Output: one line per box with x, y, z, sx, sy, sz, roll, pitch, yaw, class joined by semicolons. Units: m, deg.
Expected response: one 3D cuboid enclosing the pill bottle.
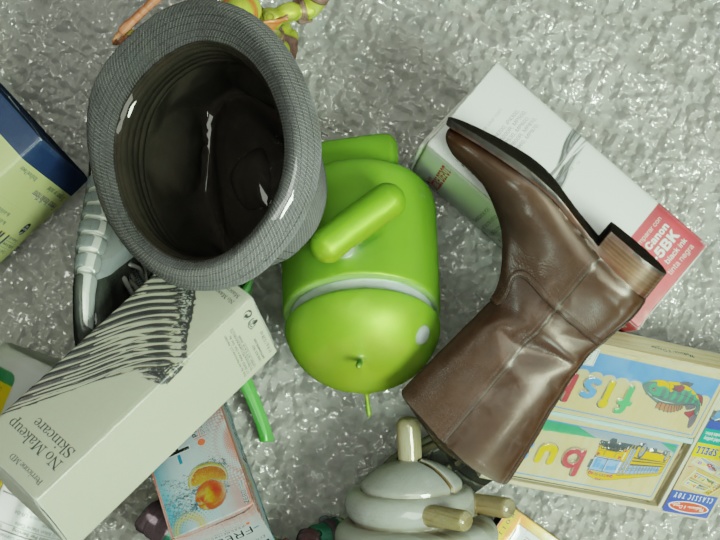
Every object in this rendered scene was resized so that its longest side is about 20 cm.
-0.254;0.165;1.138;0.112;0.113;0.201;23;86;0;pill bottle

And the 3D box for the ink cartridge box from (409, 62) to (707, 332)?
0.141;-0.049;1.139;0.200;0.147;0.083;41;86;1;ink cartridge box

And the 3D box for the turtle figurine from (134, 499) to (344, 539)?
-0.069;0.227;1.146;0.150;0.101;0.200;-41;77;-16;turtle figurine

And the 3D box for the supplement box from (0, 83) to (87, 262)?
-0.349;-0.081;1.129;0.200;0.134;0.200;-43;80;-3;supplement box

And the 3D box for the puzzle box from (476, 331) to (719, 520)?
0.195;0.111;1.132;0.199;0.025;0.134;12;118;-18;puzzle box

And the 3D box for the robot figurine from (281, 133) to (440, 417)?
0.000;0.000;1.131;0.115;0.176;0.201;-5;59;7;robot figurine

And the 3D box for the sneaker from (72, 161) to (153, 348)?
-0.150;-0.020;1.142;0.115;0.075;0.201;5;59;-7;sneaker

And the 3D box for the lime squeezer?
-0.086;0.030;1.169;0.070;0.038;0.202;3;84;-44;lime squeezer

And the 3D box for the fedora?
-0.091;-0.078;1.061;0.177;0.090;0.200;-42;63;16;fedora

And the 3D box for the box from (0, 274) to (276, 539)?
-0.158;0.085;1.059;0.082;0.069;0.200;31;66;34;box

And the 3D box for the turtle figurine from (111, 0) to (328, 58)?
-0.077;-0.177;1.135;0.199;0.161;0.065;-22;86;-2;turtle figurine

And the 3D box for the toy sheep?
0.043;0.205;1.109;0.137;0.138;0.202;1;91;-1;toy sheep

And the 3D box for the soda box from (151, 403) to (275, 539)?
-0.125;0.114;1.118;0.063;0.069;0.201;-22;53;-2;soda box

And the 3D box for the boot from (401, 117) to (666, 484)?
0.078;0.024;1.047;0.186;0.064;0.200;40;105;10;boot

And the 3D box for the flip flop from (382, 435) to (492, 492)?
0.106;0.123;1.174;0.199;0.058;0.081;-24;123;11;flip flop

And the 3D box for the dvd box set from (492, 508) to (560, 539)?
0.152;0.294;1.177;0.199;0.029;0.147;35;87;0;dvd box set
